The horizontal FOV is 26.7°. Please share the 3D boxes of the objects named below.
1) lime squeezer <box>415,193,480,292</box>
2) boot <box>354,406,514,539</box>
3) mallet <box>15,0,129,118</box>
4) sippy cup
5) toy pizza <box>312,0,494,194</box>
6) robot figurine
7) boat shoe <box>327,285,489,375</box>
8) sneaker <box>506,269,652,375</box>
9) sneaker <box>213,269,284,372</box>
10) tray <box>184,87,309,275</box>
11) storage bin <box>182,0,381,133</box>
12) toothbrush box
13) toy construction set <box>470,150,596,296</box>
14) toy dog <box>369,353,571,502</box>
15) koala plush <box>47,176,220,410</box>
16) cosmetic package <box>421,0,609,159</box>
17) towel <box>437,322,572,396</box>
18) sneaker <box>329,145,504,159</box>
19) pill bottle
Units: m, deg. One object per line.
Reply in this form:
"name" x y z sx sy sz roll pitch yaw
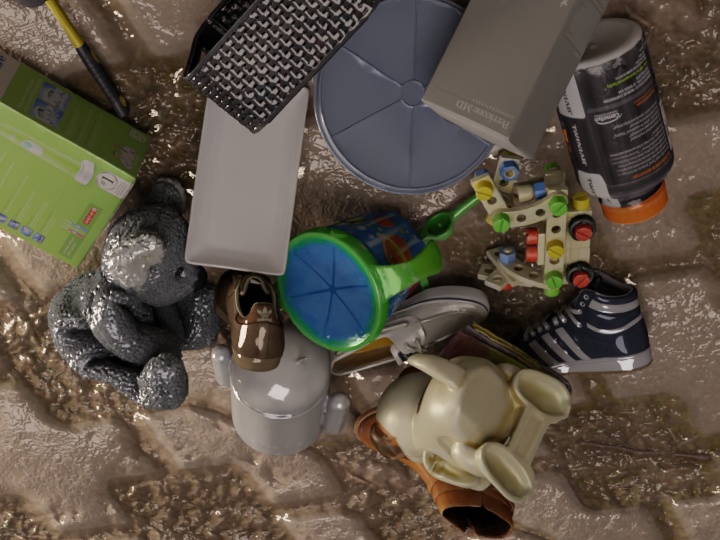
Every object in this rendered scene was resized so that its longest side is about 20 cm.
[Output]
"lime squeezer" 0.093 -0.029 1.671 0.070 0.038 0.201 21 119 -12
"boot" 0.088 0.238 1.767 0.199 0.156 0.077 20 121 -11
"mallet" -0.291 -0.231 1.538 0.041 0.066 0.201 -19 120 15
"sippy cup" 0.000 0.000 1.624 0.177 0.130 0.140 28 125 22
"toy pizza" 0.050 -0.177 1.520 0.199 0.032 0.202 -1 95 -10
"robot figurine" -0.090 0.133 1.711 0.169 0.113 0.200 18 147 9
"boat shoe" 0.051 0.075 1.702 0.199 0.070 0.071 -14 138 16
"sneaker" 0.224 0.061 1.708 0.199 0.070 0.109 -5 112 15
"sneaker" -0.110 0.031 1.600 0.070 0.200 0.076 2 115 -16
"tray" -0.118 -0.099 1.589 0.107 0.022 0.201 8 87 1
"storage bin" -0.073 -0.249 1.480 0.094 0.135 0.200 36 116 -19
"toothbrush box" -0.344 -0.118 1.590 0.199 0.086 0.146 28 125 -16
"toy construction set" 0.180 -0.036 1.603 0.130 0.093 0.200 -3 143 0
"toy dog" 0.093 0.164 1.643 0.193 0.140 0.200 28 160 -25
"koala plush" -0.237 0.011 1.631 0.183 0.178 0.201 20 125 1
"cosmetic package" 0.154 -0.221 1.456 0.106 0.090 0.201 25 87 25
"towel" 0.144 0.132 1.717 0.143 0.023 0.200 30 150 -4
"sneaker" 0.065 -0.167 1.569 0.199 0.070 0.100 -2 115 0
"pill bottle" 0.260 -0.147 1.553 0.106 0.106 0.201 -15 120 11
